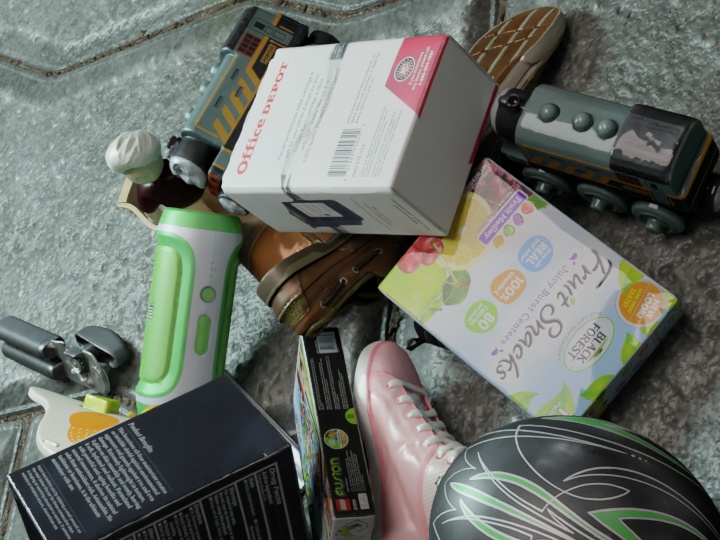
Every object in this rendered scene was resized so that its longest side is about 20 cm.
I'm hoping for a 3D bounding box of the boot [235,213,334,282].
[{"bbox_3d":[-0.029,-0.063,1.404,0.155,0.077,0.200,30,75,40],"label":"boot"}]

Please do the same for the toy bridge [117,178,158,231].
[{"bbox_3d":[-0.192,-0.069,1.579,0.200,0.027,0.067,2,68,41],"label":"toy bridge"}]

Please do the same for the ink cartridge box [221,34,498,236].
[{"bbox_3d":[-0.003,-0.111,1.227,0.200,0.084,0.145,3,65,43],"label":"ink cartridge box"}]

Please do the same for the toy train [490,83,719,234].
[{"bbox_3d":[0.198,-0.098,1.179,0.200,0.114,0.085,22,78,32],"label":"toy train"}]

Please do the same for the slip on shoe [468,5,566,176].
[{"bbox_3d":[0.129,-0.163,1.341,0.076,0.061,0.200,7,51,42],"label":"slip on shoe"}]

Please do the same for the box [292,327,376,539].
[{"bbox_3d":[-0.025,0.157,1.226,0.035,0.110,0.200,-2,45,-11],"label":"box"}]

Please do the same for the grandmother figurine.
[{"bbox_3d":[-0.169,-0.076,1.437,0.121,0.200,0.061,-35,46,20],"label":"grandmother figurine"}]

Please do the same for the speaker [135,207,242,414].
[{"bbox_3d":[-0.163,0.043,1.389,0.088,0.088,0.200,9,92,44],"label":"speaker"}]

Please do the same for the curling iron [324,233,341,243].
[{"bbox_3d":[0.023,-0.074,1.352,0.200,0.050,0.026,-44,47,-10],"label":"curling iron"}]

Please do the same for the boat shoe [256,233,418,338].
[{"bbox_3d":[0.000,0.000,1.289,0.200,0.072,0.068,-32,72,-34],"label":"boat shoe"}]

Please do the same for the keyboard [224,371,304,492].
[{"bbox_3d":[-0.107,0.156,1.377,0.056,0.011,0.200,-57,42,5],"label":"keyboard"}]

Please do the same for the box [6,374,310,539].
[{"bbox_3d":[-0.152,0.224,1.181,0.198,0.200,0.123,-23,38,-21],"label":"box"}]

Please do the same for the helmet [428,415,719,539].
[{"bbox_3d":[0.149,0.191,0.996,0.200,0.191,0.200,-21,52,29],"label":"helmet"}]

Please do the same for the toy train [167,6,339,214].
[{"bbox_3d":[-0.097,-0.151,1.372,0.114,0.085,0.200,27,73,5],"label":"toy train"}]

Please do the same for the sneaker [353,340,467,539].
[{"bbox_3d":[0.057,0.142,1.193,0.105,0.075,0.200,-24,58,34],"label":"sneaker"}]

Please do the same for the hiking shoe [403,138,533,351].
[{"bbox_3d":[0.087,-0.025,1.274,0.101,0.076,0.200,-1,64,37],"label":"hiking shoe"}]

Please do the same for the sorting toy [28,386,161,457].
[{"bbox_3d":[-0.234,0.172,1.362,0.107,0.200,0.180,-46,40,-20],"label":"sorting toy"}]

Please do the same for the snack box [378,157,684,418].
[{"bbox_3d":[0.134,0.023,1.166,0.200,0.053,0.142,40,91,24],"label":"snack box"}]

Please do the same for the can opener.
[{"bbox_3d":[-0.322,0.084,1.591,0.067,0.053,0.200,-36,34,-30],"label":"can opener"}]
